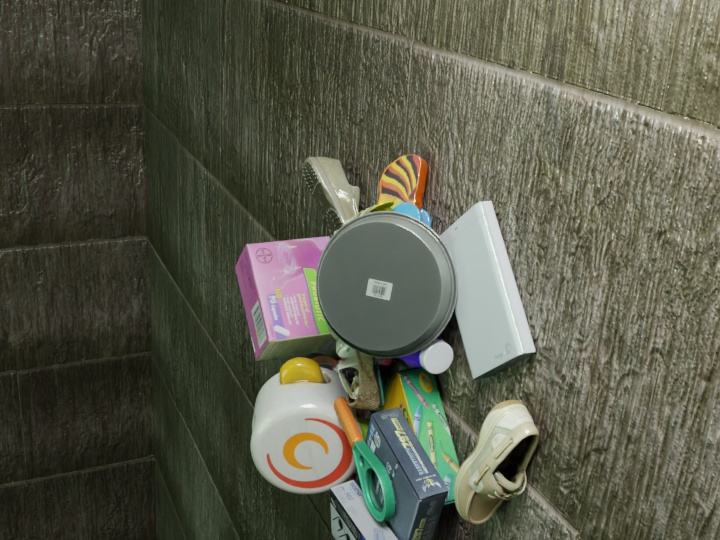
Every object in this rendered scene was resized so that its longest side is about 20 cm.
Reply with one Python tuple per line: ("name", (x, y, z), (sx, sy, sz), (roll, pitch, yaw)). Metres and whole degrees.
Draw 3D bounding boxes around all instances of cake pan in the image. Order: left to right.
("cake pan", (0.029, 0.021, 1.165), (0.037, 0.200, 0.201), (-12, -83, -73))

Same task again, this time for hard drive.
("hard drive", (0.158, 0.028, 1.125), (0.132, 0.026, 0.201), (135, 126, -61))

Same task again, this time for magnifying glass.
("magnifying glass", (0.003, 0.271, 1.264), (0.080, 0.022, 0.200), (106, 149, -44))

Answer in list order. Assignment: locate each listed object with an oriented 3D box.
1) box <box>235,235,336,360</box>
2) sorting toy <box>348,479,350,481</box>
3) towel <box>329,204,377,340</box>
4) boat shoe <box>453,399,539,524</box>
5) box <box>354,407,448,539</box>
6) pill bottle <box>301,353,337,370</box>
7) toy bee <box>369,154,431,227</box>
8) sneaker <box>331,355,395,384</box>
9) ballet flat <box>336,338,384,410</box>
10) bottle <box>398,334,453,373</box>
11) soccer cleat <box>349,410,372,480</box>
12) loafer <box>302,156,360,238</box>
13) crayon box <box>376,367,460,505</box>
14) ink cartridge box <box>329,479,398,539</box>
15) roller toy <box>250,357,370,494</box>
("box", (-0.092, 0.044, 1.477), (0.097, 0.199, 0.176), (129, 131, -58))
("sorting toy", (-0.077, 0.343, 1.610), (0.200, 0.036, 0.185), (53, 162, -16))
("towel", (0.000, 0.000, 1.357), (0.036, 0.148, 0.201), (15, 115, 24))
("boat shoe", (0.174, 0.257, 1.095), (0.065, 0.072, 0.200), (57, 139, 48))
("box", (0.052, 0.324, 1.261), (0.158, 0.051, 0.200), (56, 147, 40))
("pill bottle", (-0.097, 0.219, 1.651), (0.200, 0.106, 0.107), (138, 122, -61))
("toy bee", (0.042, -0.063, 1.235), (0.131, 0.108, 0.201), (53, -142, -58))
("sneaker", (0.006, 0.157, 1.444), (0.075, 0.081, 0.200), (45, 154, 10))
("ballet flat", (-0.003, 0.128, 1.256), (0.071, 0.065, 0.200), (-97, 2, -58))
("bottle", (0.067, 0.093, 1.274), (0.200, 0.083, 0.065), (-145, 53, -61))
("soccer cleat", (0.001, 0.309, 1.486), (0.067, 0.076, 0.201), (127, 132, -57))
("loafer", (-0.028, -0.109, 1.464), (0.200, 0.068, 0.076), (65, 156, 4))
("crayon box", (0.085, 0.254, 1.302), (0.119, 0.058, 0.201), (136, 123, -61))
("ink cartridge box", (0.016, 0.403, 1.260), (0.200, 0.044, 0.094), (42, 139, 53))
("roller toy", (-0.088, 0.254, 1.414), (0.182, 0.200, 0.140), (-43, 21, 16))
